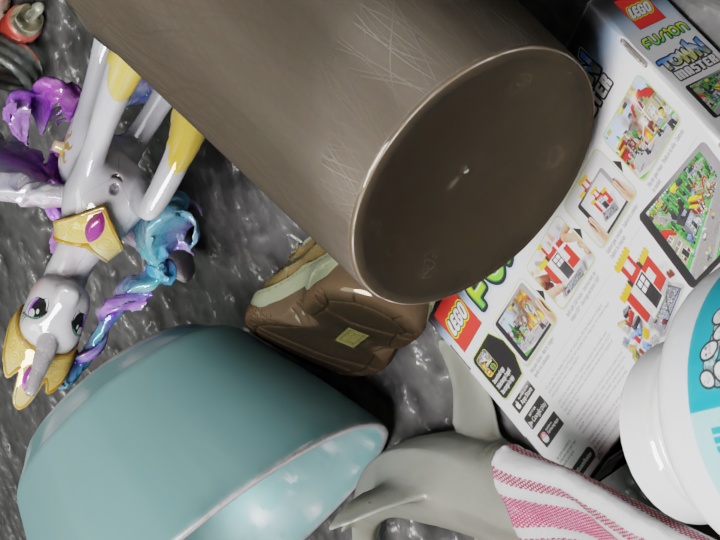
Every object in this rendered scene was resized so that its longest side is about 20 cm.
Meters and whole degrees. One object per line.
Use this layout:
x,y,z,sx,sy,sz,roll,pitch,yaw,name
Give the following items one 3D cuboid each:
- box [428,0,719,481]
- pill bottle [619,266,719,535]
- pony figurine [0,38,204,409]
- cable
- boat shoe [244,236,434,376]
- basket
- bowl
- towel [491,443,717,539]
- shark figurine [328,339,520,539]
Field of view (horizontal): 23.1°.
0.100,-0.006,0.713,0.110,0.035,0.201,50,143,20,box
0.173,0.038,0.577,0.199,0.110,0.112,-25,91,56,pill bottle
-0.136,-0.051,0.893,0.201,0.165,0.194,-63,20,20,pony figurine
-0.235,-0.139,1.090,0.097,0.050,0.200,47,158,-4,cable
0.000,0.000,0.830,0.071,0.077,0.200,24,165,-14,boat shoe
-0.014,-0.092,0.687,0.200,0.136,0.181,46,174,36,basket
-0.094,0.104,0.892,0.105,0.200,0.201,49,143,16,bowl
0.136,0.162,0.717,0.146,0.030,0.201,21,149,46,towel
0.015,0.122,0.865,0.214,0.089,0.129,-35,81,53,shark figurine
